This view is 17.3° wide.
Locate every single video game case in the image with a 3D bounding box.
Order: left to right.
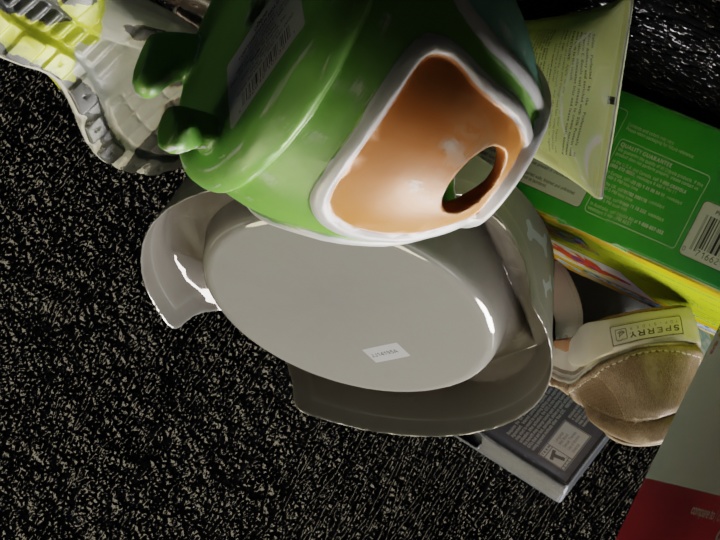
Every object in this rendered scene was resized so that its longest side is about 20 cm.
[{"bbox_3d":[0.060,0.032,1.317,0.199,0.019,0.143,32,-137,13],"label":"video game case"}]

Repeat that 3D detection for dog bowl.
[{"bbox_3d":[0.000,0.000,1.100,0.199,0.059,0.201,14,149,9],"label":"dog bowl"}]

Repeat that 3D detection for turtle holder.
[{"bbox_3d":[-0.006,-0.081,0.916,0.131,0.142,0.185,27,176,-20],"label":"turtle holder"}]

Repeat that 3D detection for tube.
[{"bbox_3d":[0.078,-0.076,0.990,0.058,0.052,0.200,57,174,-11],"label":"tube"}]

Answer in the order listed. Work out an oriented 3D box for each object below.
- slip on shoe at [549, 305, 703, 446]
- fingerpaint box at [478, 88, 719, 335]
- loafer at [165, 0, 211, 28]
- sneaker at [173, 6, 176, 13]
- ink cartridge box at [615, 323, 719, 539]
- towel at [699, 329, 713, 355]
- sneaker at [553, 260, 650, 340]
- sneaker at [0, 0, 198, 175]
[{"bbox_3d":[0.134,0.058,1.166,0.075,0.061,0.200,-10,174,-4],"label":"slip on shoe"},{"bbox_3d":[0.157,-0.021,1.125,0.199,0.074,0.167,26,176,35],"label":"fingerpaint box"},{"bbox_3d":[-0.063,-0.142,1.009,0.071,0.073,0.200,6,153,43],"label":"loafer"},{"bbox_3d":[-0.028,-0.093,1.302,0.200,0.109,0.067,20,170,19],"label":"sneaker"},{"bbox_3d":[0.208,0.061,0.860,0.145,0.201,0.145,27,175,-8],"label":"ink cartridge box"},{"bbox_3d":[0.222,0.090,1.306,0.048,0.201,0.171,-13,-156,-15],"label":"towel"},{"bbox_3d":[0.073,0.030,1.266,0.199,0.089,0.074,9,167,-18],"label":"sneaker"},{"bbox_3d":[-0.123,-0.118,1.055,0.200,0.074,0.085,43,-164,-49],"label":"sneaker"}]
